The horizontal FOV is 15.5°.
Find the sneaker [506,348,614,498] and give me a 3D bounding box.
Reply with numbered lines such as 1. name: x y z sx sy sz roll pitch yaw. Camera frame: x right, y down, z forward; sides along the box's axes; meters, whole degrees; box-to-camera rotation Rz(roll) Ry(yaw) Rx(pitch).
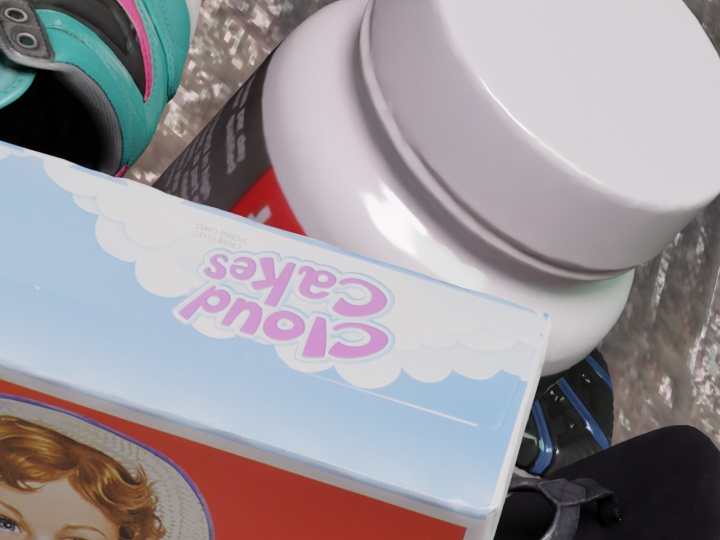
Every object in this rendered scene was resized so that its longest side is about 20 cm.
1. sneaker: 0.034 0.018 0.842 0.076 0.077 0.200 38 27 -11

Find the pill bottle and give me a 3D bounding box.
1. pill bottle: 0.000 0.000 0.698 0.113 0.200 0.114 24 43 -25

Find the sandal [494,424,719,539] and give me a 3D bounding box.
1. sandal: 0.012 0.097 0.689 0.076 0.199 0.043 55 -10 53

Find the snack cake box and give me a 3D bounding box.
1. snack cake box: -0.066 0.039 0.613 0.199 0.115 0.067 18 43 4

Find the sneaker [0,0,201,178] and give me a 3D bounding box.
1. sneaker: -0.128 -0.082 0.718 0.200 0.083 0.121 36 38 -29
